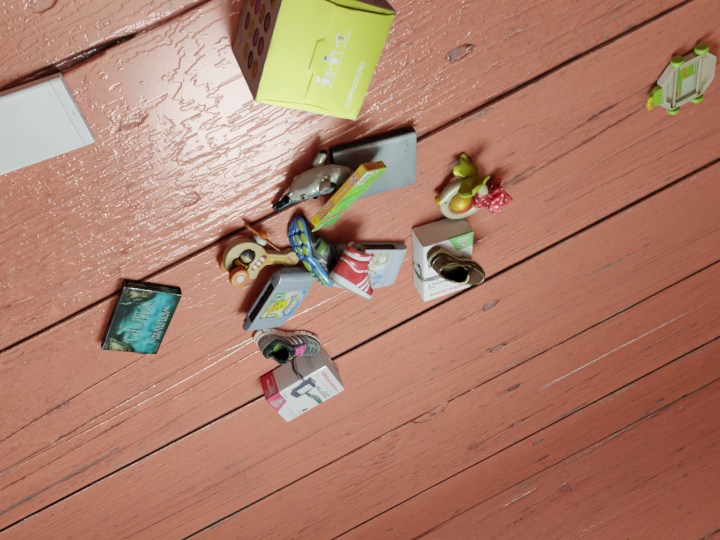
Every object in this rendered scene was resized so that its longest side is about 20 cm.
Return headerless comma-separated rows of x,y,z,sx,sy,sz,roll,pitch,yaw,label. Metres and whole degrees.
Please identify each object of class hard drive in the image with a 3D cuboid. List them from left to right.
-0.589,-0.251,1.107,0.196,0.027,0.133,-21,136,-7,hard drive
0.030,-0.235,1.425,0.196,0.033,0.141,-16,135,-12,hard drive

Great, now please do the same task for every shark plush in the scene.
-0.105,-0.167,1.373,0.199,0.092,0.083,-36,158,17,shark plush

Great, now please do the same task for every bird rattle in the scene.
0.269,-0.191,1.567,0.161,0.114,0.199,-32,151,21,bird rattle

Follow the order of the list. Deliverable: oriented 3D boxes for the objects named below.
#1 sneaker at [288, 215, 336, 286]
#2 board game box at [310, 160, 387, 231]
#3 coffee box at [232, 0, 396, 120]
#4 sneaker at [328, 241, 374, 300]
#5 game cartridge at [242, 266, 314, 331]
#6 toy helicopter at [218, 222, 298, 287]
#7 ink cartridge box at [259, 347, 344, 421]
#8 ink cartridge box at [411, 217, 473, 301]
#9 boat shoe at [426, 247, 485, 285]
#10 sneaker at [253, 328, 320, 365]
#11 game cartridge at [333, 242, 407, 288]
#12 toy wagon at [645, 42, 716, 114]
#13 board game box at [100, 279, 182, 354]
-0.106,-0.053,1.505,0.083,0.070,0.201,-52,130,-28,sneaker
-0.031,-0.160,1.377,0.200,0.030,0.095,-46,170,30,board game box
-0.087,-0.407,1.087,0.196,0.199,0.202,4,129,-29,coffee box
0.000,0.000,1.549,0.114,0.070,0.200,-62,154,-1,sneaker
-0.198,0.072,1.564,0.132,0.041,0.201,-9,143,-51,game cartridge
-0.225,-0.040,1.466,0.197,0.079,0.134,-1,122,-40,toy helicopter
-0.164,0.323,1.806,0.197,0.085,0.146,-30,137,2,ink cartridge box
0.215,-0.031,1.668,0.143,0.085,0.203,-17,135,-10,ink cartridge box
0.251,0.009,1.605,0.199,0.075,0.075,16,121,-36,boat shoe
-0.188,0.211,1.688,0.197,0.088,0.074,14,124,-35,sneaker
0.015,-0.011,1.624,0.196,0.042,0.135,-2,126,-25,game cartridge
0.796,-0.469,1.586,0.197,0.040,0.156,-27,136,-1,toy wagon
-0.513,0.114,1.480,0.133,0.028,0.202,9,125,-34,board game box
